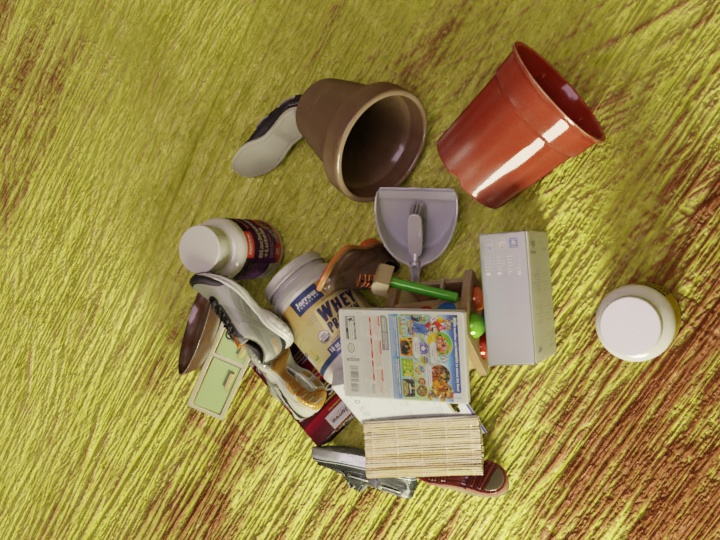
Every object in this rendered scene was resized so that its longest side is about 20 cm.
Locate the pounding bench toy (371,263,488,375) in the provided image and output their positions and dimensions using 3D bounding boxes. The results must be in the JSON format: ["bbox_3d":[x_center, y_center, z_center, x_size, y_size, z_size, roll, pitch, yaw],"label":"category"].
[{"bbox_3d":[0.120,0.064,1.366,0.156,0.200,0.124,-7,47,24],"label":"pounding bench toy"}]

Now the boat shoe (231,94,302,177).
[{"bbox_3d":[-0.162,-0.245,1.575,0.200,0.074,0.060,-40,34,36],"label":"boat shoe"}]

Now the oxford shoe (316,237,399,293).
[{"bbox_3d":[0.000,0.000,1.435,0.073,0.200,0.071,37,124,17],"label":"oxford shoe"}]

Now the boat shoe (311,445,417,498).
[{"bbox_3d":[0.003,0.353,1.510,0.200,0.072,0.071,9,91,21],"label":"boat shoe"}]

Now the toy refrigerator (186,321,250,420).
[{"bbox_3d":[-0.246,0.171,1.588,0.076,0.070,0.200,25,112,-5],"label":"toy refrigerator"}]

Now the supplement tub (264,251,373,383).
[{"bbox_3d":[-0.058,0.079,1.492,0.144,0.144,0.200,-47,74,18],"label":"supplement tub"}]

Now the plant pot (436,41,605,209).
[{"bbox_3d":[0.236,-0.211,1.340,0.195,0.201,0.201,-42,75,28],"label":"plant pot"}]

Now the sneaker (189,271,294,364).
[{"bbox_3d":[-0.205,0.076,1.437,0.200,0.074,0.079,39,64,0],"label":"sneaker"}]

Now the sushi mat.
[{"bbox_3d":[0.101,0.289,1.412,0.200,0.012,0.096,-6,84,18],"label":"sushi mat"}]

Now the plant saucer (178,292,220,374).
[{"bbox_3d":[-0.289,0.098,1.595,0.032,0.200,0.200,17,101,-19],"label":"plant saucer"}]

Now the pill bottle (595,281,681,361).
[{"bbox_3d":[0.402,0.074,1.257,0.111,0.200,0.112,1,92,23],"label":"pill bottle"}]

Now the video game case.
[{"bbox_3d":[0.065,0.128,1.319,0.200,0.018,0.143,0,101,22],"label":"video game case"}]

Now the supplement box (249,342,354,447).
[{"bbox_3d":[-0.095,0.203,1.557,0.200,0.061,0.109,47,109,15],"label":"supplement box"}]

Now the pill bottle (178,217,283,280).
[{"bbox_3d":[-0.230,-0.038,1.534,0.111,0.200,0.112,1,92,24],"label":"pill bottle"}]

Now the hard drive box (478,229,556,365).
[{"bbox_3d":[0.247,0.040,1.350,0.077,0.156,0.200,-5,89,24],"label":"hard drive box"}]

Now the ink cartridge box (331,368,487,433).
[{"bbox_3d":[0.084,0.215,1.421,0.200,0.200,0.041,-13,43,24],"label":"ink cartridge box"}]

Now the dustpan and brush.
[{"bbox_3d":[0.094,-0.037,1.463,0.139,0.057,0.200,2,121,9],"label":"dustpan and brush"}]

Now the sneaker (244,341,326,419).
[{"bbox_3d":[-0.147,0.176,1.499,0.200,0.076,0.088,50,141,14],"label":"sneaker"}]

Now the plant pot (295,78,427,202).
[{"bbox_3d":[-0.014,-0.240,1.459,0.175,0.200,0.200,38,106,38],"label":"plant pot"}]

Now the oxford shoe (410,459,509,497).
[{"bbox_3d":[0.151,0.338,1.441,0.200,0.075,0.071,15,67,27],"label":"oxford shoe"}]
